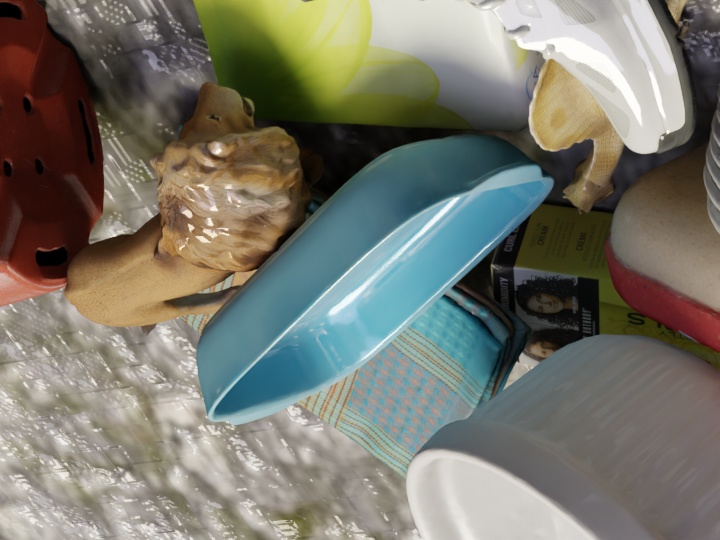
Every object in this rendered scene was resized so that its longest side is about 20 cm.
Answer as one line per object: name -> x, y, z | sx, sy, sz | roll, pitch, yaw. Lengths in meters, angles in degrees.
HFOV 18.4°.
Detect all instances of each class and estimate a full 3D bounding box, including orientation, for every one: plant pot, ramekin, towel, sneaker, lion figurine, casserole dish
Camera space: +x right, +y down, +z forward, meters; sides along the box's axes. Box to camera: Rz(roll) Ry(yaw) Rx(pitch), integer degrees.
plant pot -> -0.241, -0.046, 1.072 | 0.194, 0.202, 0.201 | -10, 131, 21
ramekin -> 0.124, 0.121, 0.967 | 0.200, 0.105, 0.201 | 40, 157, 21
towel -> -0.019, 0.023, 1.115 | 0.199, 0.022, 0.147 | 33, 140, 13
sneaker -> 0.038, -0.111, 0.826 | 0.115, 0.076, 0.201 | -32, 106, 1
lion figurine -> -0.082, -0.010, 1.014 | 0.200, 0.122, 0.073 | -40, 71, 39
casserole dish -> 0.000, 0.000, 0.986 | 0.200, 0.121, 0.039 | -45, 71, 34

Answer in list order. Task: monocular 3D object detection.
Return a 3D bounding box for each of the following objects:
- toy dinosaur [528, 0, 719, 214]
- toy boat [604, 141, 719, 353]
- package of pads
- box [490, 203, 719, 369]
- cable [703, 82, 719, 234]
toy dinosaur -> 0.101, -0.098, 0.912 | 0.058, 0.101, 0.200 | 35, 160, 39
toy boat -> 0.201, 0.029, 0.946 | 0.200, 0.130, 0.132 | 29, 134, 45
package of pads -> -0.001, -0.150, 0.936 | 0.153, 0.068, 0.201 | 5, 138, 20
box -> 0.165, 0.019, 1.063 | 0.199, 0.050, 0.076 | 9, 137, 14
cable -> 0.232, -0.045, 0.852 | 0.199, 0.200, 0.070 | 10, 115, 17
